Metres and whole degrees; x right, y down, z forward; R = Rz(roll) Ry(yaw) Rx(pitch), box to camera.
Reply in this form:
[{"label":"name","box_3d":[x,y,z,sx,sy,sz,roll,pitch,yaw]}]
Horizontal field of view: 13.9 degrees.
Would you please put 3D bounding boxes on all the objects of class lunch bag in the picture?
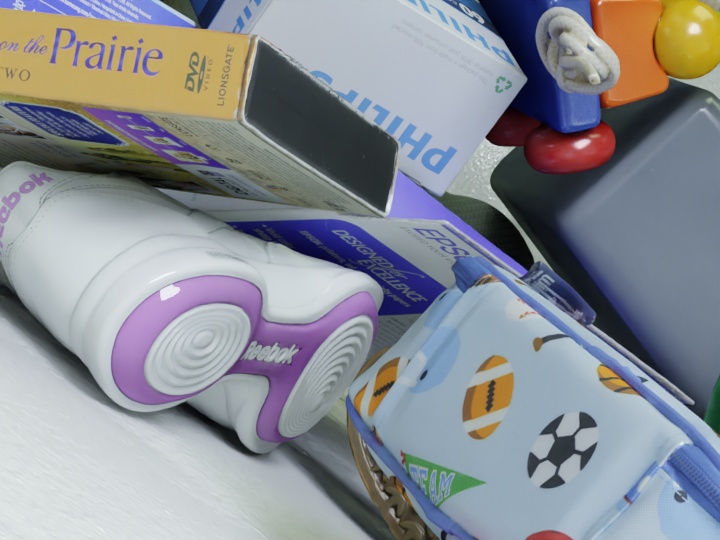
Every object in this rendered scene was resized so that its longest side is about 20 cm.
[{"label":"lunch bag","box_3d":[0.090,0.081,0.856,0.160,0.076,0.200,38,5,-33]}]

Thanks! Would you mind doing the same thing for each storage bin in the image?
[{"label":"storage bin","box_3d":[0.143,-0.014,1.224,0.134,0.145,0.200,48,0,-13]}]

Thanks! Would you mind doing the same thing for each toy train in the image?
[{"label":"toy train","box_3d":[0.113,-0.085,1.082,0.115,0.085,0.200,-10,12,-10]}]

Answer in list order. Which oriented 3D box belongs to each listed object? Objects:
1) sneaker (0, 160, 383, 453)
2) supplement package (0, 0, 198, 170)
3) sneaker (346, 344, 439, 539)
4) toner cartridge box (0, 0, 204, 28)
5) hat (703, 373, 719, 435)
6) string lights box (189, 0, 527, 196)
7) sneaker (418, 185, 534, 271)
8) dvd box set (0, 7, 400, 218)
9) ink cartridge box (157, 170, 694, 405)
[{"label":"sneaker","box_3d":[-0.057,0.004,1.002,0.100,0.075,0.200,39,4,23]},{"label":"supplement package","box_3d":[-0.133,-0.155,1.271,0.152,0.200,0.151,35,4,-24]},{"label":"sneaker","box_3d":[0.078,0.110,1.062,0.200,0.067,0.090,45,6,19]},{"label":"toner cartridge box","box_3d":[-0.109,-0.075,1.078,0.095,0.043,0.200,0,-18,36]},{"label":"hat","box_3d":[0.153,0.097,0.899,0.176,0.200,0.166,-25,95,-53]},{"label":"string lights box","box_3d":[-0.017,-0.116,1.126,0.103,0.059,0.200,28,19,-27]},{"label":"sneaker","box_3d":[-0.009,-0.027,1.217,0.200,0.080,0.071,49,36,-30]},{"label":"dvd box set","box_3d":[-0.102,-0.055,0.952,0.199,0.030,0.146,8,-8,20]},{"label":"ink cartridge box","box_3d":[0.000,0.000,1.109,0.199,0.044,0.198,2,-19,33]}]
